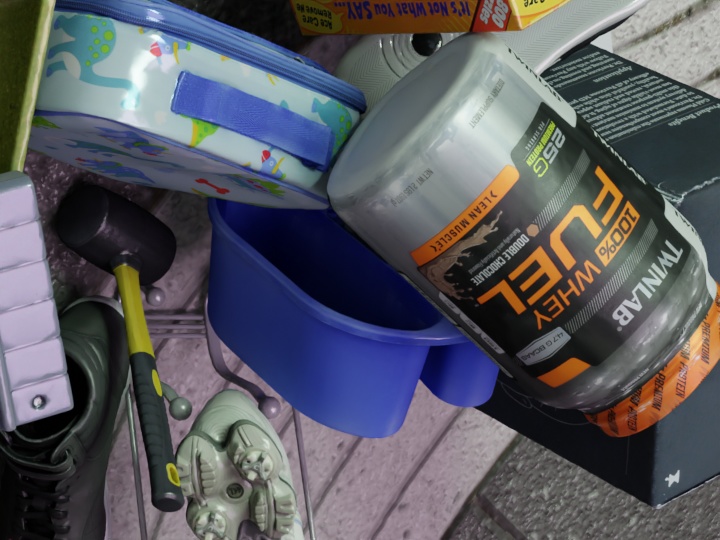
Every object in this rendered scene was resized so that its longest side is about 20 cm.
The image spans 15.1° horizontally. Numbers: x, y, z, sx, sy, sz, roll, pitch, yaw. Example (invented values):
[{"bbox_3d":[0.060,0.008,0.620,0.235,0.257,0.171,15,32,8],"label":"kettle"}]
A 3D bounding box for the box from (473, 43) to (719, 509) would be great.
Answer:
[{"bbox_3d":[0.142,-0.004,1.558,0.124,0.196,0.200,-22,126,-36],"label":"box"}]

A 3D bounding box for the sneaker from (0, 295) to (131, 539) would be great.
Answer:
[{"bbox_3d":[-0.176,0.115,1.486,0.099,0.071,0.200,-22,125,-75],"label":"sneaker"}]

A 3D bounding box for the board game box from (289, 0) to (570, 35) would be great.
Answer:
[{"bbox_3d":[0.059,-0.255,1.412,0.200,0.200,0.200,-33,111,-28],"label":"board game box"}]

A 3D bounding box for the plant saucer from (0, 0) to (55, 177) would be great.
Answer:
[{"bbox_3d":[-0.264,-0.064,1.307,0.200,0.048,0.200,7,107,-19],"label":"plant saucer"}]

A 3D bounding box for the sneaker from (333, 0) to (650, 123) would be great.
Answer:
[{"bbox_3d":[0.076,-0.127,1.515,0.200,0.112,0.073,-26,88,-6],"label":"sneaker"}]

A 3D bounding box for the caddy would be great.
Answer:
[{"bbox_3d":[0.000,0.000,1.496,0.141,0.200,0.105,-16,130,-36],"label":"caddy"}]

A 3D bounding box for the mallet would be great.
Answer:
[{"bbox_3d":[-0.125,0.037,1.450,0.041,0.200,0.066,-32,133,23],"label":"mallet"}]

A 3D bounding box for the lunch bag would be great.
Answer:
[{"bbox_3d":[-0.104,-0.090,1.402,0.200,0.161,0.083,18,84,-46],"label":"lunch bag"}]

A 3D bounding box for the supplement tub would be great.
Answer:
[{"bbox_3d":[0.090,-0.015,1.381,0.200,0.122,0.123,42,78,-15],"label":"supplement tub"}]

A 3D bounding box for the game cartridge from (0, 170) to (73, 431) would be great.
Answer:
[{"bbox_3d":[-0.242,0.034,1.293,0.200,0.038,0.130,-17,119,-19],"label":"game cartridge"}]

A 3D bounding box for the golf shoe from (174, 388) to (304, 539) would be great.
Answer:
[{"bbox_3d":[-0.056,0.159,1.502,0.078,0.097,0.200,-4,113,1],"label":"golf shoe"}]

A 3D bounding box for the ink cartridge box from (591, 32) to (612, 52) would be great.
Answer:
[{"bbox_3d":[0.077,-0.158,1.612,0.136,0.076,0.200,-32,132,-29],"label":"ink cartridge box"}]

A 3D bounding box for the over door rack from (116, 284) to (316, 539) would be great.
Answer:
[{"bbox_3d":[-0.071,0.106,1.574,0.148,0.067,0.201,2,88,-44],"label":"over door rack"}]
